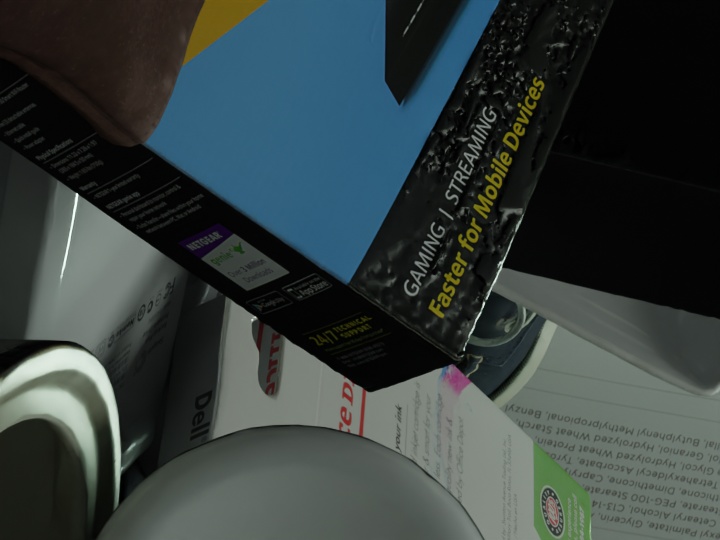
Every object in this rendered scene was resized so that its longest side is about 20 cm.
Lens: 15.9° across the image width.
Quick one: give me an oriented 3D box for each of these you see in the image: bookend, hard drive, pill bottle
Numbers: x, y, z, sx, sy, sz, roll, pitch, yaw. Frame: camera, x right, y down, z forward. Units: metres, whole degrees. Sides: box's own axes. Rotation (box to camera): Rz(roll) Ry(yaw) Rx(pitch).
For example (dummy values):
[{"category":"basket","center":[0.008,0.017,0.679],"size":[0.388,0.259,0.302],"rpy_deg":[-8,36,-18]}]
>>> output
[{"category":"bookend","center":[0.073,-0.105,0.780],"size":[0.092,0.198,0.201],"rpy_deg":[102,1,-69]},{"category":"hard drive","center":[-0.075,-0.018,0.745],"size":[0.132,0.027,0.201],"rpy_deg":[-47,153,-63]},{"category":"pill bottle","center":[-0.018,0.116,0.683],"size":[0.200,0.106,0.107],"rpy_deg":[92,19,-71]}]

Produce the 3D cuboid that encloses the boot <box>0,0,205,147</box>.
[{"category":"boot","center":[-0.075,-0.063,0.495],"size":[0.166,0.072,0.201],"rpy_deg":[51,48,-55]}]

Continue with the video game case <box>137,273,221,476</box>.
[{"category":"video game case","center":[-0.034,0.002,0.965],"size":[0.200,0.023,0.183],"rpy_deg":[77,34,-68]}]

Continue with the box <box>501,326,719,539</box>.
[{"category":"box","center":[0.120,0.053,1.171],"size":[0.199,0.199,0.131],"rpy_deg":[-109,-149,-68]}]

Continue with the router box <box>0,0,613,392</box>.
[{"category":"router box","center":[-0.007,-0.093,0.653],"size":[0.051,0.149,0.201],"rpy_deg":[-24,-143,56]}]

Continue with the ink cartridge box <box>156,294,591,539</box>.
[{"category":"ink cartridge box","center":[-0.005,0.078,0.833],"size":[0.200,0.067,0.118],"rpy_deg":[44,36,-35]}]

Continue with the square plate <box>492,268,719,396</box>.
[{"category":"square plate","center":[0.062,-0.078,0.881],"size":[0.028,0.197,0.201],"rpy_deg":[121,-6,-66]}]

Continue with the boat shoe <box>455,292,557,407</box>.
[{"category":"boat shoe","center":[0.055,-0.007,0.989],"size":[0.062,0.075,0.200],"rpy_deg":[8,138,-43]}]

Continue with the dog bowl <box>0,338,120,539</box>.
[{"category":"dog bowl","center":[-0.128,0.100,0.577],"size":[0.200,0.073,0.201],"rpy_deg":[18,90,-78]}]
